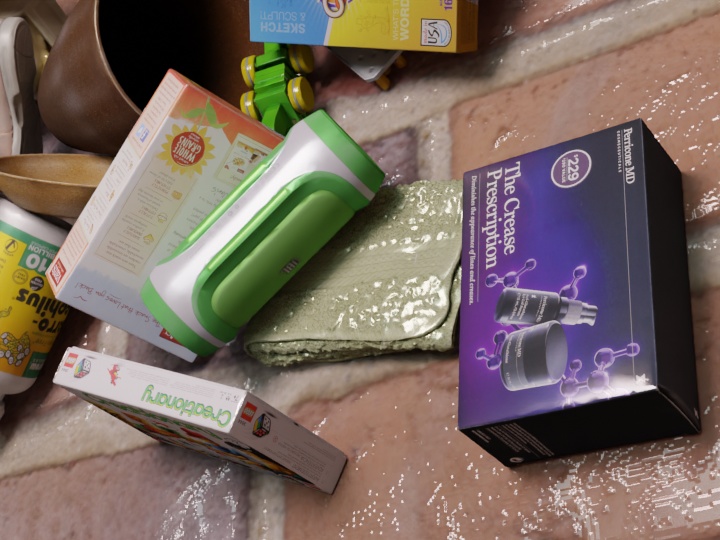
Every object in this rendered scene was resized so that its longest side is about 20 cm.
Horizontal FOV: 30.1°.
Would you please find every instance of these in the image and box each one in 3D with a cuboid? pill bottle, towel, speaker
[{"bbox_3d":[-0.328,0.041,1.211,0.113,0.113,0.201,26,90,44],"label":"pill bottle"},{"bbox_3d":[0.000,0.000,1.045,0.199,0.036,0.149,-7,59,35],"label":"towel"},{"bbox_3d":[-0.075,-0.029,1.035,0.200,0.088,0.089,-45,46,5],"label":"speaker"}]

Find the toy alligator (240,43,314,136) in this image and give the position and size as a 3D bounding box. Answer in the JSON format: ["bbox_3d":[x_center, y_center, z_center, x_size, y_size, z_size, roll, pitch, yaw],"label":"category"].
[{"bbox_3d":[-0.068,-0.182,1.195,0.059,0.054,0.201,-14,57,20],"label":"toy alligator"}]

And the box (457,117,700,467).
[{"bbox_3d":[0.143,0.016,0.898,0.140,0.079,0.201,-14,56,27],"label":"box"}]

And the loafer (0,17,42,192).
[{"bbox_3d":[-0.350,-0.148,1.304,0.062,0.201,0.072,5,24,6],"label":"loafer"}]

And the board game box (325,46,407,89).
[{"bbox_3d":[0.031,-0.277,1.199,0.200,0.026,0.200,-47,45,3],"label":"board game box"}]

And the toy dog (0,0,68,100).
[{"bbox_3d":[-0.390,-0.223,1.422,0.199,0.140,0.194,5,58,52],"label":"toy dog"}]

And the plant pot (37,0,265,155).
[{"bbox_3d":[-0.212,-0.180,1.240,0.199,0.186,0.188,-18,52,47],"label":"plant pot"}]

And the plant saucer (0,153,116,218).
[{"bbox_3d":[-0.232,-0.073,1.184,0.200,0.200,0.036,15,104,42],"label":"plant saucer"}]

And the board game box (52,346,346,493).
[{"bbox_3d":[-0.122,0.111,1.008,0.199,0.126,0.035,9,69,41],"label":"board game box"}]

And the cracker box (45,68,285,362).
[{"bbox_3d":[-0.146,-0.042,1.090,0.201,0.134,0.058,-57,31,6],"label":"cracker box"}]

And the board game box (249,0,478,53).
[{"bbox_3d":[0.000,-0.259,1.092,0.199,0.040,0.154,8,107,30],"label":"board game box"}]
